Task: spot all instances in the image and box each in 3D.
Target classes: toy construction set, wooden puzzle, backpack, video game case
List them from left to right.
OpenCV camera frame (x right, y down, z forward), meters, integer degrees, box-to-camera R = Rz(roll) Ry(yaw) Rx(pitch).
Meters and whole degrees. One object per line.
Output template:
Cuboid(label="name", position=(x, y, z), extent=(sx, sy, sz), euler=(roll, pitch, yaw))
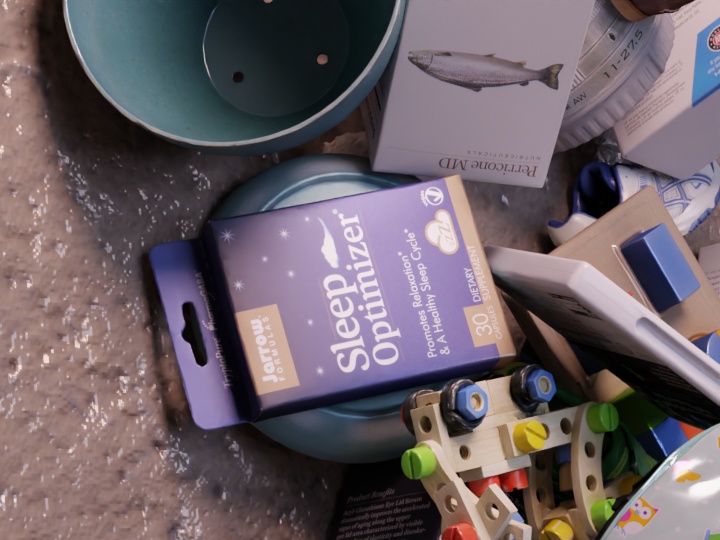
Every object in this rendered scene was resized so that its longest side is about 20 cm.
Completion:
Cuboid(label="toy construction set", position=(0.090, 0.125, 1.200), extent=(0.200, 0.092, 0.132), euler=(-6, 82, -58))
Cuboid(label="video game case", position=(0.171, 0.048, 1.267), extent=(0.182, 0.200, 0.023), euler=(37, 85, -12))
Cuboid(label="wooden puzzle", position=(0.207, 0.050, 1.427), extent=(0.200, 0.046, 0.186), euler=(-33, 92, -43))
Cuboid(label="backpack", position=(0.209, 0.195, 1.188), extent=(0.176, 0.153, 0.200), euler=(-36, 140, -26))

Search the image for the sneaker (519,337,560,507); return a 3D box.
Cuboid(label="sneaker", position=(0.171, 0.132, 1.441), extent=(0.077, 0.076, 0.201), euler=(4, 76, -42))

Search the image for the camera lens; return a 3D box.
Cuboid(label="camera lens", position=(0.103, -0.199, 1.407), extent=(0.200, 0.160, 0.160), euler=(44, 50, -29))

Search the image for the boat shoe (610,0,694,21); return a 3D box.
Cuboid(label="boat shoe", position=(0.159, -0.249, 1.311), extent=(0.200, 0.070, 0.071), euler=(45, 51, -27))

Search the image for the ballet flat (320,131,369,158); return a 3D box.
Cuboid(label="ballet flat", position=(0.000, 0.000, 1.307), extent=(0.072, 0.072, 0.201), euler=(17, 67, -43))

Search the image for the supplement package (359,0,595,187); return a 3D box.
Cuboid(label="supplement package", position=(0.073, -0.168, 1.254), extent=(0.116, 0.201, 0.118), euler=(4, 36, -10))

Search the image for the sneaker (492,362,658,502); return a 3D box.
Cuboid(label="sneaker", position=(0.159, 0.138, 1.320), extent=(0.200, 0.084, 0.074), euler=(36, 88, -5))

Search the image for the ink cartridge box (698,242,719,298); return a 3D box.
Cuboid(label="ink cartridge box", position=(0.338, 0.088, 1.629), extent=(0.145, 0.084, 0.201), euler=(28, 59, -39))

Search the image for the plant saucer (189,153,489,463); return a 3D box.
Cuboid(label="plant saucer", position=(-0.005, 0.017, 1.253), extent=(0.199, 0.027, 0.201), euler=(6, 70, -16))

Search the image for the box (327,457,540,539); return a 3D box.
Cuboid(label="box", position=(0.052, 0.227, 1.263), extent=(0.148, 0.104, 0.201), euler=(40, 51, -31))

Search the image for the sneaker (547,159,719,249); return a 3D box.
Cuboid(label="sneaker", position=(0.210, -0.058, 1.543), extent=(0.088, 0.075, 0.200), euler=(57, 44, -18))

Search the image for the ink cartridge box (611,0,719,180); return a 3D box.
Cuboid(label="ink cartridge box", position=(0.240, -0.194, 1.522), extent=(0.084, 0.146, 0.201), euler=(16, 48, -42))

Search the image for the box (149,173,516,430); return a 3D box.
Cuboid(label="box", position=(-0.016, 0.018, 1.216), extent=(0.199, 0.032, 0.122), euler=(-12, 75, -19))

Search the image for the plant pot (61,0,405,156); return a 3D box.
Cuboid(label="plant pot", position=(-0.064, -0.154, 1.217), extent=(0.135, 0.199, 0.201), euler=(52, 32, -76))
